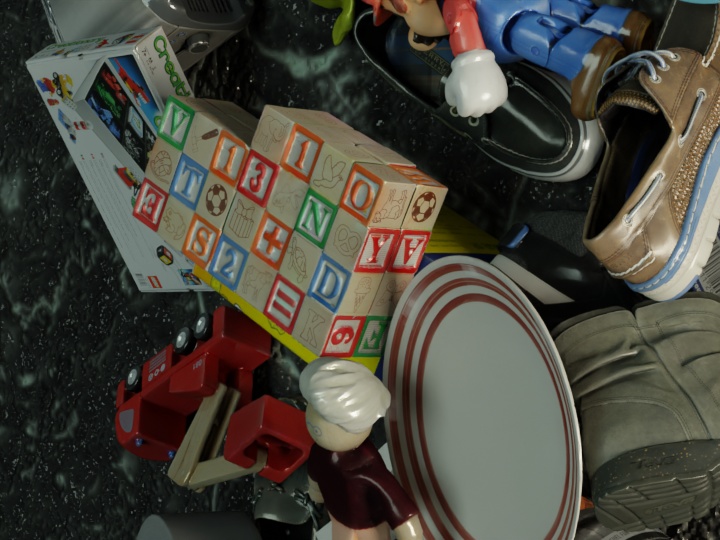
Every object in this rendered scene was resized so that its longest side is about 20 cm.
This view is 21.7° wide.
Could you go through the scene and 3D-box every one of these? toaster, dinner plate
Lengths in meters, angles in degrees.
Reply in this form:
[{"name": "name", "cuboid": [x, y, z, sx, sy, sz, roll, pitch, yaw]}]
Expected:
[{"name": "toaster", "cuboid": [-0.171, -0.232, 1.406, 0.129, 0.113, 0.201, -36, 68, 39]}, {"name": "dinner plate", "cuboid": [0.072, 0.091, 1.072, 0.200, 0.024, 0.202, 26, 120, 56]}]

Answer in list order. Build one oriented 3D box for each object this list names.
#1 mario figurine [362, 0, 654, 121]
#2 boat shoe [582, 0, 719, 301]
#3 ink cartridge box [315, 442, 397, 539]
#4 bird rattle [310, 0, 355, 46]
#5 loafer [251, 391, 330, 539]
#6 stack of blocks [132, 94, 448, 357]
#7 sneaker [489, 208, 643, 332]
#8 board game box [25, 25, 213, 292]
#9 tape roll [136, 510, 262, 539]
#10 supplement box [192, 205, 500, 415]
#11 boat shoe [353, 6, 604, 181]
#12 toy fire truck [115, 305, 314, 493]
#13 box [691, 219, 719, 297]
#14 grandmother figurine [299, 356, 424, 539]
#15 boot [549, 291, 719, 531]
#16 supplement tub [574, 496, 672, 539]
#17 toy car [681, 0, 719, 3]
[{"name": "mario figurine", "cuboid": [0.078, -0.149, 1.164, 0.199, 0.123, 0.107, 29, 98, 23]}, {"name": "boat shoe", "cuboid": [0.173, -0.088, 1.050, 0.072, 0.072, 0.202, -18, 53, 54]}, {"name": "ink cartridge box", "cuboid": [0.046, 0.193, 1.222, 0.115, 0.067, 0.201, -43, 62, 35]}, {"name": "bird rattle", "cuboid": [-0.011, -0.263, 1.269, 0.200, 0.112, 0.164, -50, 41, 27]}, {"name": "loafer", "cuboid": [-0.044, 0.185, 1.311, 0.071, 0.063, 0.202, -11, 82, 43]}, {"name": "stack of blocks", "cuboid": [-0.049, -0.043, 1.174, 0.199, 0.058, 0.116, 34, 111, 38]}, {"name": "sneaker", "cuboid": [0.162, 0.026, 1.115, 0.199, 0.073, 0.113, 26, 80, 21]}, {"name": "board game box", "cuboid": [-0.154, -0.076, 1.370, 0.125, 0.035, 0.201, -1, 122, 43]}, {"name": "tape roll", "cuboid": [-0.112, 0.271, 1.318, 0.200, 0.066, 0.203, 180, 90, -71]}, {"name": "supplement box", "cuboid": [0.000, 0.000, 1.242, 0.200, 0.108, 0.110, 35, 112, 38]}, {"name": "boat shoe", "cuboid": [0.071, -0.116, 1.212, 0.200, 0.056, 0.069, 37, 114, 38]}, {"name": "toy fire truck", "cuboid": [-0.109, 0.106, 1.345, 0.200, 0.049, 0.142, -35, 41, 39]}, {"name": "box", "cuboid": [0.253, -0.062, 1.054, 0.200, 0.032, 0.122, -41, 63, 37]}, {"name": "grandmother figurine", "cuboid": [-0.001, 0.144, 1.131, 0.121, 0.060, 0.202, 16, 124, 44]}, {"name": "boot", "cuboid": [0.207, 0.064, 1.028, 0.068, 0.198, 0.132, 90, 174, -53]}, {"name": "supplement tub", "cuboid": [0.168, 0.223, 1.070, 0.200, 0.122, 0.123, 39, 115, 37]}, {"name": "toy car", "cuboid": [0.145, -0.236, 1.105, 0.200, 0.175, 0.186, 127, 159, -70]}]
